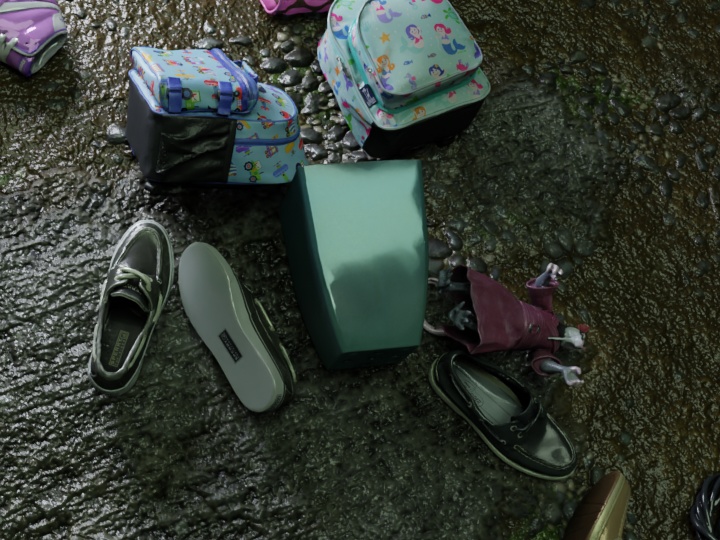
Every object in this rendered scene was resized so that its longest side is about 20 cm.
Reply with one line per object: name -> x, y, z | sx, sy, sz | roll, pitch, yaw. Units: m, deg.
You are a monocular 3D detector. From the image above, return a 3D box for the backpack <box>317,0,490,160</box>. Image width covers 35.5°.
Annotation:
backpack -> 0.045, -0.260, 1.372 | 0.176, 0.151, 0.202 | -21, 68, -20

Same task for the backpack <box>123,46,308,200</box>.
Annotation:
backpack -> -0.154, -0.167, 1.258 | 0.197, 0.136, 0.183 | 0, 26, -21

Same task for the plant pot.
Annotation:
plant pot -> 0.000, 0.000, 1.247 | 0.139, 0.141, 0.203 | -5, 75, -16

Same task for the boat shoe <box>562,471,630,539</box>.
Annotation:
boat shoe -> 0.252, 0.315, 1.206 | 0.064, 0.071, 0.202 | 30, 71, -6

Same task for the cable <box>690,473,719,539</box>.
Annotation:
cable -> 0.460, 0.319, 1.263 | 0.161, 0.051, 0.203 | -8, 69, -17

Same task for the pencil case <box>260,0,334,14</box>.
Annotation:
pencil case -> -0.032, -0.382, 1.431 | 0.197, 0.094, 0.092 | -14, 70, -19

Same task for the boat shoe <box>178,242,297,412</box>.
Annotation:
boat shoe -> -0.133, 0.061, 1.226 | 0.063, 0.070, 0.202 | -7, 67, -61

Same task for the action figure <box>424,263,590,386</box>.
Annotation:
action figure -> 0.177, 0.070, 1.290 | 0.198, 0.148, 0.136 | 17, 67, -28

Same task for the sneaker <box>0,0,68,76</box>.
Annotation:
sneaker -> -0.434, -0.267, 1.293 | 0.199, 0.073, 0.115 | -26, 78, -23

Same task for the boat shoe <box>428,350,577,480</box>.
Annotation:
boat shoe -> 0.166, 0.156, 1.253 | 0.199, 0.066, 0.074 | 43, 63, 7

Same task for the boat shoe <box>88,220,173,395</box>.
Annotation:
boat shoe -> -0.241, 0.031, 1.200 | 0.070, 0.064, 0.203 | 12, 64, -9
